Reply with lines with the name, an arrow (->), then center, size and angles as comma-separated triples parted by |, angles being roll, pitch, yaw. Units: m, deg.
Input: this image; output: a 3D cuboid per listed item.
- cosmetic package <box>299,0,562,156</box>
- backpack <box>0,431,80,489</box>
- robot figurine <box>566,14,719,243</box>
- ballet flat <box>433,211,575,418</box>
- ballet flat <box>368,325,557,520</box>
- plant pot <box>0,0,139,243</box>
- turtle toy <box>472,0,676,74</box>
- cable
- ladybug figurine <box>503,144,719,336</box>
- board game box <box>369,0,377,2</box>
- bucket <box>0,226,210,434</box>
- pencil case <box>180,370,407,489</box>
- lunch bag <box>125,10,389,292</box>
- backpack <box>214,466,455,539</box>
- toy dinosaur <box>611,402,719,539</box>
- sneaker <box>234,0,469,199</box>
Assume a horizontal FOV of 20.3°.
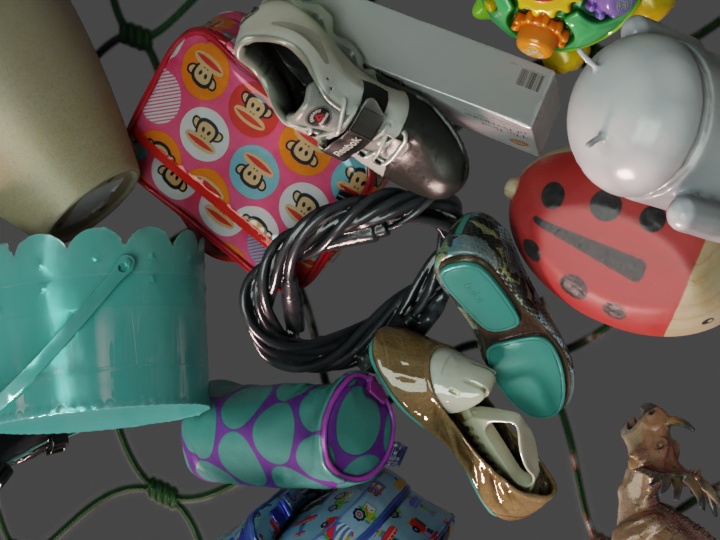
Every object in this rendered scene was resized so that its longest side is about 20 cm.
cosmetic package -> 0.048, -0.149, 1.498 | 0.199, 0.083, 0.051 | 22, 85, 14
backpack -> -0.357, 0.102, 1.688 | 0.199, 0.175, 0.155 | -7, 107, 38
robot figurine -> 0.223, -0.098, 1.391 | 0.113, 0.199, 0.171 | -39, 52, 39
ballet flat -> 0.117, 0.030, 1.533 | 0.074, 0.075, 0.201 | -7, 137, 23
ballet flat -> 0.088, 0.114, 1.555 | 0.072, 0.068, 0.201 | -18, 116, 41
plant pot -> -0.267, -0.124, 1.558 | 0.187, 0.187, 0.200 | -44, 79, 26
turtle toy -> 0.159, -0.228, 1.425 | 0.199, 0.101, 0.146 | -29, 95, 26
cable -> 0.000, 0.000, 1.541 | 0.162, 0.051, 0.200 | 18, 125, -29
ladybug figurine -> 0.194, -0.019, 1.494 | 0.199, 0.072, 0.137 | 23, 114, 13
board game box -> -0.039, -0.276, 1.419 | 0.102, 0.200, 0.106 | 19, 87, 14
bucket -> -0.210, 0.051, 1.564 | 0.205, 0.207, 0.136 | -10, 80, 23
pencil case -> -0.058, 0.124, 1.581 | 0.199, 0.093, 0.085 | -6, 129, 49
lunch bag -> -0.086, -0.084, 1.582 | 0.199, 0.082, 0.177 | 38, 120, 6
backpack -> -0.029, 0.231, 1.596 | 0.200, 0.182, 0.135 | -40, 88, 31
toy dinosaur -> 0.247, 0.216, 1.546 | 0.135, 0.086, 0.200 | -39, 96, 20
sneaker -> -0.013, -0.111, 1.442 | 0.200, 0.089, 0.074 | 39, 126, -1
